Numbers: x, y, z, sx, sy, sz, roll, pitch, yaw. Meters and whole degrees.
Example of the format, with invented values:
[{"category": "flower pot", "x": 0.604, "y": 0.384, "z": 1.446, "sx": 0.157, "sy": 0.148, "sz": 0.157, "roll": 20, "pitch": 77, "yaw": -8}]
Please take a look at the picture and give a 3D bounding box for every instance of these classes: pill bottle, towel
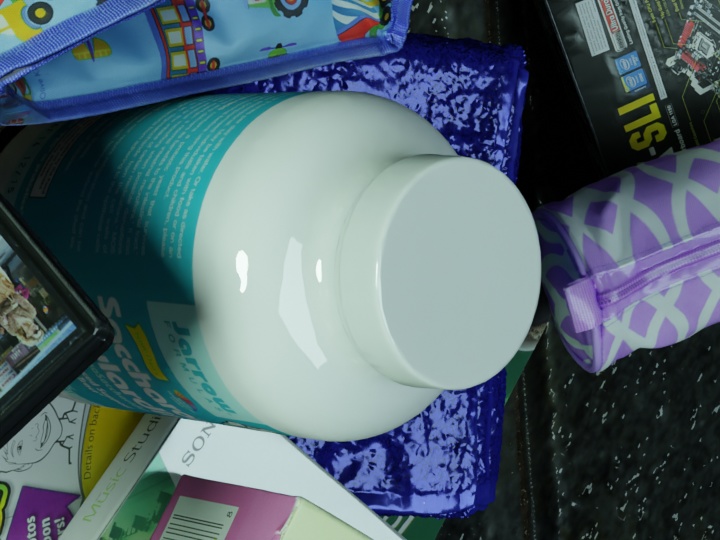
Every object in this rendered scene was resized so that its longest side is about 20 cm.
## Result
[{"category": "pill bottle", "x": -0.035, "y": -0.003, "z": 0.740, "sx": 0.110, "sy": 0.199, "sz": 0.112, "roll": -2, "pitch": 94, "yaw": -40}, {"category": "towel", "x": 0.000, "y": 0.000, "z": 0.911, "sx": 0.147, "sy": 0.049, "sz": 0.202, "roll": 3, "pitch": 92, "yaw": -25}]

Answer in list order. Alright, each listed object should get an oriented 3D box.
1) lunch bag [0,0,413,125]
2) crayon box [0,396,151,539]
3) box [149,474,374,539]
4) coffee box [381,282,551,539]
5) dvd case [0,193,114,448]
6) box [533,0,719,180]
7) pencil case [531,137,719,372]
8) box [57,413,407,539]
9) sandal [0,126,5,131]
[{"category": "lunch bag", "x": -0.094, "y": -0.125, "z": 0.745, "sx": 0.199, "sy": 0.151, "sz": 0.094, "roll": -24, "pitch": 153, "yaw": -31}, {"category": "crayon box", "x": -0.157, "y": 0.106, "z": 0.835, "sx": 0.172, "sy": 0.058, "sz": 0.201, "roll": -18, "pitch": 116, "yaw": -40}, {"category": "box", "x": -0.008, "y": 0.198, "z": 0.799, "sx": 0.200, "sy": 0.097, "sz": 0.177, "roll": 34, "pitch": 74, "yaw": -25}, {"category": "coffee box", "x": 0.008, "y": 0.056, "z": 0.990, "sx": 0.123, "sy": 0.044, "sz": 0.201, "roll": 40, "pitch": 76, "yaw": -45}, {"category": "dvd case", "x": -0.181, "y": -0.004, "z": 0.655, "sx": 0.143, "sy": 0.200, "sz": 0.018, "roll": -42, "pitch": 159, "yaw": 0}, {"category": "box", "x": 0.179, "y": -0.086, "z": 1.036, "sx": 0.159, "sy": 0.049, "sz": 0.201, "roll": -24, "pitch": 117, "yaw": 1}, {"category": "pencil case", "x": 0.173, "y": -0.021, "z": 0.984, "sx": 0.199, "sy": 0.086, "sz": 0.084, "roll": -22, "pitch": 109, "yaw": -6}, {"category": "box", "x": -0.034, "y": 0.153, "z": 0.858, "sx": 0.200, "sy": 0.036, "sz": 0.145, "roll": 41, "pitch": 71, "yaw": -22}, {"category": "sandal", "x": -0.123, "y": -0.079, "z": 0.794, "sx": 0.211, "sy": 0.077, "sz": 0.070, "roll": -29, "pitch": 144, "yaw": -46}]
